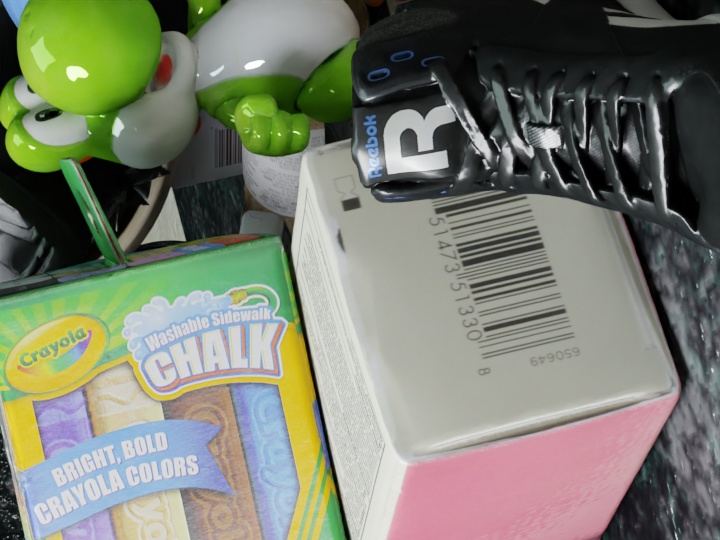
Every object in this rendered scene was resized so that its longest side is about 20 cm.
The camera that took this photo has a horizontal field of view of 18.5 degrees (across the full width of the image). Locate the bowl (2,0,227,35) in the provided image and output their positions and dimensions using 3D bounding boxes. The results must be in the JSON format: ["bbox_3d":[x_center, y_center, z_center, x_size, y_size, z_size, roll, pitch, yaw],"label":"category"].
[{"bbox_3d":[-0.079,-0.174,1.004,0.039,0.200,0.202,24,133,41],"label":"bowl"}]

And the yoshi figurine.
[{"bbox_3d":[-0.061,-0.099,0.936,0.112,0.199,0.113,-121,14,-69],"label":"yoshi figurine"}]

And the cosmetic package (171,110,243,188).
[{"bbox_3d":[-0.088,-0.153,1.280,0.071,0.101,0.201,95,158,-54],"label":"cosmetic package"}]

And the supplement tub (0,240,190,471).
[{"bbox_3d":[-0.110,0.057,1.183,0.200,0.122,0.123,-66,-33,-72],"label":"supplement tub"}]

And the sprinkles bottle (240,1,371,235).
[{"bbox_3d":[-0.031,-0.069,1.179,0.200,0.068,0.069,94,159,-56],"label":"sprinkles bottle"}]

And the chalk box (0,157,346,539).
[{"bbox_3d":[-0.086,0.050,0.905,0.124,0.123,0.201,-167,66,-79],"label":"chalk box"}]

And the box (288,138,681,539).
[{"bbox_3d":[0.038,0.042,0.864,0.200,0.108,0.129,100,154,-65],"label":"box"}]

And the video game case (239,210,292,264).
[{"bbox_3d":[-0.051,0.092,1.091,0.182,0.023,0.201,70,-153,-73],"label":"video game case"}]

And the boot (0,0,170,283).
[{"bbox_3d":[-0.175,-0.082,1.015,0.198,0.073,0.163,43,-147,-14],"label":"boot"}]

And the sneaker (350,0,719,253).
[{"bbox_3d":[0.057,-0.038,0.667,0.200,0.111,0.074,-131,28,-67],"label":"sneaker"}]

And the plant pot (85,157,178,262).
[{"bbox_3d":[-0.185,-0.068,1.200,0.174,0.199,0.201,43,-148,-83],"label":"plant pot"}]

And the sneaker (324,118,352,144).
[{"bbox_3d":[0.000,0.000,1.049,0.066,0.090,0.201,120,135,-73],"label":"sneaker"}]
